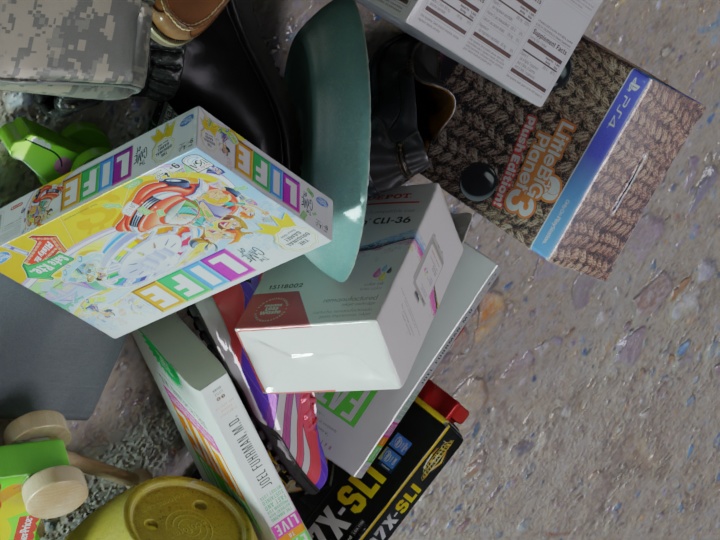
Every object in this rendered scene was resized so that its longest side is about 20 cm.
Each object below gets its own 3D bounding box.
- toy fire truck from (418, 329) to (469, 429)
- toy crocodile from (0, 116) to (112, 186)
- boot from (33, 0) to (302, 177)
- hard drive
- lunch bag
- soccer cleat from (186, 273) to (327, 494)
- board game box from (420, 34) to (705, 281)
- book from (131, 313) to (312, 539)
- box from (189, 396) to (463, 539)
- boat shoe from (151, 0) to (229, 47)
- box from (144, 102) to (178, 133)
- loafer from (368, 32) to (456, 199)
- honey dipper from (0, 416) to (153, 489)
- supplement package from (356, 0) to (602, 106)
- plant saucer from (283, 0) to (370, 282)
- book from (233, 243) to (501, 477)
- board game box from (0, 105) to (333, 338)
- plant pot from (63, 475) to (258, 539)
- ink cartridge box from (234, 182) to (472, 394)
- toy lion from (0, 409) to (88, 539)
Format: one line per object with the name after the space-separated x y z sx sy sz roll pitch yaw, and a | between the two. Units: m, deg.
0.030 0.130 1.971 0.200 0.049 0.141 -52 145 -3 | toy fire truck
-0.160 -0.051 1.534 0.199 0.068 0.062 23 103 -33 | toy crocodile
-0.137 -0.119 1.486 0.158 0.079 0.212 -26 100 -40 | boot
-0.245 0.039 1.579 0.200 0.033 0.140 6 114 -52 | hard drive
-0.219 -0.191 1.308 0.199 0.139 0.169 3 94 -39 | lunch bag
-0.062 0.080 1.697 0.073 0.068 0.201 -31 111 -7 | soccer cleat
0.138 -0.114 1.761 0.097 0.200 0.160 17 105 -54 | board game box
-0.102 0.122 1.693 0.048 0.134 0.201 -33 128 -12 | book
-0.037 0.164 1.819 0.200 0.160 0.049 -51 153 -4 | box
-0.083 -0.236 1.453 0.072 0.068 0.201 37 63 -31 | boat shoe
-0.086 -0.077 1.666 0.200 0.040 0.137 8 111 -53 | box
0.040 -0.119 1.683 0.200 0.072 0.073 -69 144 -50 | loafer
-0.216 0.143 1.701 0.038 0.038 0.200 -57 148 4 | honey dipper
0.056 -0.223 1.607 0.200 0.156 0.111 25 97 -56 | supplement package
-0.029 -0.092 1.558 0.036 0.200 0.201 0 125 -11 | plant saucer
0.002 0.045 1.776 0.200 0.133 0.048 -57 165 0 | book
-0.136 -0.027 1.481 0.199 0.034 0.134 -24 140 32 | board game box
-0.149 0.241 1.698 0.199 0.200 0.142 -18 141 -41 | plant pot
0.000 0.000 1.651 0.068 0.116 0.200 68 31 -32 | ink cartridge box
-0.299 0.173 1.578 0.191 0.069 0.200 -7 145 -23 | toy lion
